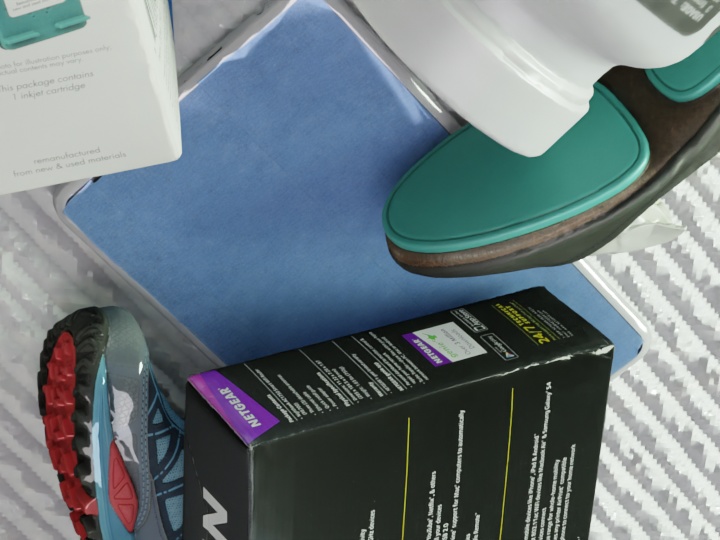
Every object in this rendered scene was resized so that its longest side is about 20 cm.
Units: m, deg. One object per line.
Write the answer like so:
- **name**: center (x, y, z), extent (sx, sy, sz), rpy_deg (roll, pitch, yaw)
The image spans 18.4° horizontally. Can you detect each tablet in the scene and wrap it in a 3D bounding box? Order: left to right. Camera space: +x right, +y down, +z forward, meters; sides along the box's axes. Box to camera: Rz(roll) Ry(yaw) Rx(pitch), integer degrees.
- **tablet**: center (0.000, 0.000, 0.816), extent (0.130, 0.014, 0.200), rpy_deg (-39, 114, 15)

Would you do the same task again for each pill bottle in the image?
- **pill bottle**: center (0.093, -0.137, 0.695), extent (0.116, 0.116, 0.200), rpy_deg (39, 108, -21)

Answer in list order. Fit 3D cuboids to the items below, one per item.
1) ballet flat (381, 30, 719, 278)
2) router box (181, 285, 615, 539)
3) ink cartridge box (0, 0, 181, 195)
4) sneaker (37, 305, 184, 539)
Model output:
- **ballet flat**: center (0.104, -0.047, 0.769), extent (0.200, 0.068, 0.068), rpy_deg (-33, 136, 9)
- **router box**: center (0.010, 0.116, 0.807), extent (0.149, 0.051, 0.200), rpy_deg (-13, 123, -29)
- **ink cartridge box**: center (-0.105, -0.135, 0.651), extent (0.067, 0.116, 0.200), rpy_deg (-10, 135, 2)
- **sneaker**: center (-0.059, 0.090, 0.836), extent (0.095, 0.079, 0.200), rpy_deg (-22, 122, -12)
